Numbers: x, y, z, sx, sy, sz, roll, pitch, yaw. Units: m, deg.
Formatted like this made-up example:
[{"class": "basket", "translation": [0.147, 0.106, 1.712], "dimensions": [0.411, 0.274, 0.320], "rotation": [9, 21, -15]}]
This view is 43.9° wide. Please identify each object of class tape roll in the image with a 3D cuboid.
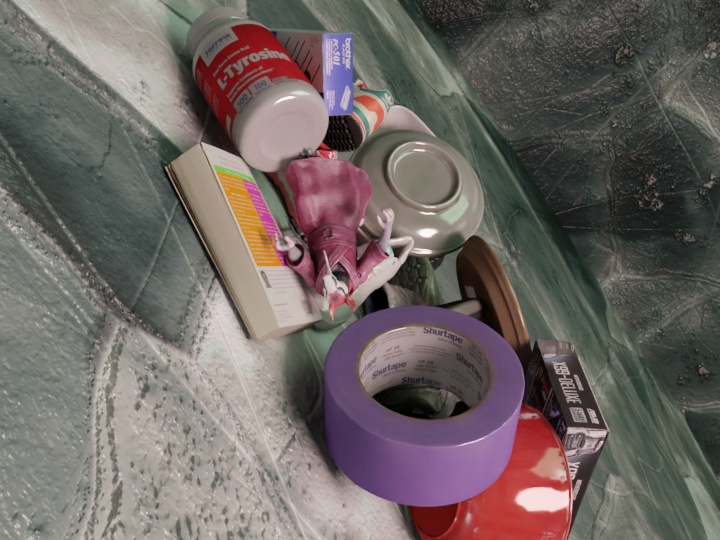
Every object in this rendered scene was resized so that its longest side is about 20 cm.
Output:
[{"class": "tape roll", "translation": [0.061, 0.130, 0.900], "dimensions": [0.201, 0.197, 0.086], "rotation": [-91, -176, -53]}]

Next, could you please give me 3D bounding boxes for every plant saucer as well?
[{"class": "plant saucer", "translation": [0.078, -0.116, 1.195], "dimensions": [0.198, 0.050, 0.202], "rotation": [7, 61, -12]}, {"class": "plant saucer", "translation": [0.167, 0.054, 1.149], "dimensions": [0.200, 0.029, 0.202], "rotation": [161, -90, -85]}]

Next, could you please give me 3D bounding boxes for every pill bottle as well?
[{"class": "pill bottle", "translation": [-0.127, -0.217, 1.040], "dimensions": [0.112, 0.112, 0.201], "rotation": [29, 21, -54]}]

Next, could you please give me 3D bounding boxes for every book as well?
[{"class": "book", "translation": [-0.113, -0.029, 0.941], "dimensions": [0.202, 0.048, 0.133], "rotation": [63, 16, 8]}]

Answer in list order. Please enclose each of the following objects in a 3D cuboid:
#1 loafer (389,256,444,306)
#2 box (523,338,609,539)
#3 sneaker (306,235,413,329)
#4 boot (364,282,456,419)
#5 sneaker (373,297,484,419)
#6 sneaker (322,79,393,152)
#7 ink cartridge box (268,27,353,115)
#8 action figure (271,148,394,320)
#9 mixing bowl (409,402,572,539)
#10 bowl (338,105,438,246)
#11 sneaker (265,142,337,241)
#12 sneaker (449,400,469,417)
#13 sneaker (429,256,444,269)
[{"class": "loafer", "translation": [0.086, 0.057, 1.271], "dimensions": [0.070, 0.069, 0.202], "rotation": [47, 31, -54]}, {"class": "box", "translation": [0.217, 0.207, 1.039], "dimensions": [0.158, 0.049, 0.202], "rotation": [-95, -167, -59]}, {"class": "sneaker", "translation": [0.000, 0.000, 1.070], "dimensions": [0.076, 0.088, 0.200], "rotation": [54, 35, -2]}, {"class": "boot", "translation": [0.054, 0.098, 1.149], "dimensions": [0.095, 0.073, 0.201], "rotation": [27, 31, -40]}, {"class": "sneaker", "translation": [0.082, 0.110, 1.077], "dimensions": [0.198, 0.076, 0.115], "rotation": [-30, 98, -32]}, {"class": "sneaker", "translation": [-0.036, -0.205, 1.170], "dimensions": [0.093, 0.199, 0.071], "rotation": [-42, 120, -25]}, {"class": "ink cartridge box", "translation": [-0.079, -0.248, 1.104], "dimensions": [0.044, 0.199, 0.095], "rotation": [-11, 110, -32]}, {"class": "action figure", "translation": [-0.038, -0.029, 0.993], "dimensions": [0.149, 0.132, 0.202], "rotation": [108, -19, -57]}, {"class": "mixing bowl", "translation": [0.120, 0.238, 0.965], "dimensions": [0.107, 0.201, 0.202], "rotation": [9, 47, -29]}, {"class": "bowl", "translation": [0.037, -0.116, 1.254], "dimensions": [0.199, 0.075, 0.201], "rotation": [-29, 72, -27]}, {"class": "sneaker", "translation": [-0.056, -0.109, 1.125], "dimensions": [0.201, 0.086, 0.074], "rotation": [58, 21, -6]}, {"class": "sneaker", "translation": [0.144, 0.247, 1.104], "dimensions": [0.077, 0.091, 0.202], "rotation": [25, 39, -56]}, {"class": "sneaker", "translation": [0.076, -0.042, 1.362], "dimensions": [0.112, 0.076, 0.200], "rotation": [59, 20, 5]}]
